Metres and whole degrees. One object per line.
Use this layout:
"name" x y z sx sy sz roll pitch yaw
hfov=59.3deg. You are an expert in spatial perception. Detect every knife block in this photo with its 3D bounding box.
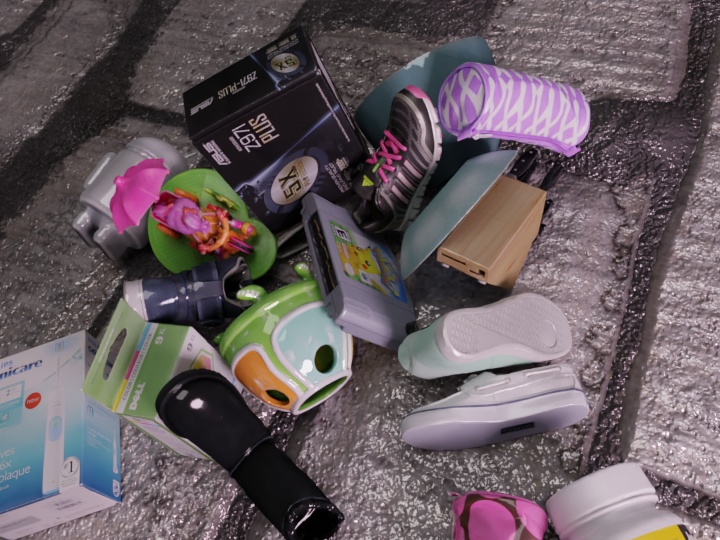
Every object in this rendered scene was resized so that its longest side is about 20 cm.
"knife block" 0.174 -0.071 0.741 0.063 0.199 0.178 24 96 25

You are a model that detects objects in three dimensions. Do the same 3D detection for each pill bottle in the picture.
"pill bottle" 0.242 0.276 0.530 0.113 0.115 0.202 -21 56 0

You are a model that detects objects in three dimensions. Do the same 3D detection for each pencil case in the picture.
"pencil case" 0.183 -0.186 0.741 0.198 0.084 0.087 -3 72 -33
"pencil case" 0.108 0.304 0.564 0.092 0.091 0.202 11 63 11

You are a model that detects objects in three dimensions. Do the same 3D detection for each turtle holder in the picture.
"turtle holder" -0.067 0.086 0.737 0.141 0.185 0.132 -46 69 23

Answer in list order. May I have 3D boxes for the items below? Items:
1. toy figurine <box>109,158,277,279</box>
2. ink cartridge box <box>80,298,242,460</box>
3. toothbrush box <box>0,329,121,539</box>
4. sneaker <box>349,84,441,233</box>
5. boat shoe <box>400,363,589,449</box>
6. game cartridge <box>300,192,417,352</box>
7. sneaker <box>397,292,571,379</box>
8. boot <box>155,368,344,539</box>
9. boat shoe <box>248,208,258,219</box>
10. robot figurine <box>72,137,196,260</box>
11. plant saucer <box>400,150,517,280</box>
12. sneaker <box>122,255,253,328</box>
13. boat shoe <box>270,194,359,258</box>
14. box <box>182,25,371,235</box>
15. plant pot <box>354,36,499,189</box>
"toy figurine" -0.217 -0.062 0.775 0.198 0.184 0.152 28 90 12
"ink cartridge box" -0.204 0.125 0.691 0.058 0.201 0.105 3 58 19
"toothbrush box" -0.376 0.194 0.763 0.145 0.086 0.202 -18 54 3
"sneaker" 0.034 -0.118 0.747 0.087 0.201 0.074 -21 54 -29
"boat shoe" 0.138 0.143 0.678 0.197 0.074 0.066 -7 51 -2
"game cartridge" 0.000 0.000 0.761 0.040 0.133 0.201 -40 45 23
"sneaker" 0.135 0.076 0.706 0.198 0.118 0.075 1 71 -31
"boot" -0.104 0.195 0.630 0.073 0.199 0.162 -43 51 -12
"boat shoe" -0.134 -0.151 0.931 0.070 0.070 0.201 30 70 27
"robot figurine" -0.328 -0.114 0.932 0.168 0.113 0.201 31 69 11
"plant saucer" 0.103 -0.075 0.748 0.039 0.201 0.201 41 73 2
"sneaker" -0.206 0.036 0.790 0.144 0.202 0.078 -13 89 -14
"boat shoe" -0.038 -0.078 0.861 0.198 0.072 0.066 -22 59 1
"box" -0.090 -0.159 0.767 0.162 0.200 0.087 -25 54 8
"plant pot" 0.109 -0.190 0.841 0.198 0.200 0.136 -28 87 -4
